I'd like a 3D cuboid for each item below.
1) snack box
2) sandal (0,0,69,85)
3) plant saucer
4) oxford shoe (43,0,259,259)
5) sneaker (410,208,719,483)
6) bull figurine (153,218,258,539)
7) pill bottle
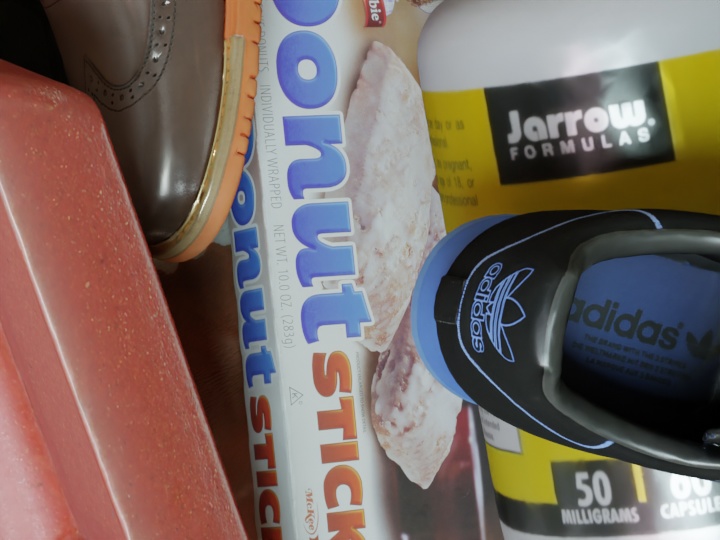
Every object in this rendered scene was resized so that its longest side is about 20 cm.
[{"bbox_3d":[0.000,0.000,0.762,0.024,0.072,0.200,-10,84,58],"label":"snack box"},{"bbox_3d":[-0.117,-0.084,0.826,0.201,0.057,0.080,20,93,28],"label":"sandal"},{"bbox_3d":[-0.084,0.023,0.728,0.200,0.037,0.200,23,134,64],"label":"plant saucer"},{"bbox_3d":[-0.079,-0.098,0.726,0.071,0.073,0.200,-29,69,51],"label":"oxford shoe"},{"bbox_3d":[0.114,0.027,0.643,0.200,0.078,0.070,7,92,-15],"label":"sneaker"},{"bbox_3d":[-0.060,0.037,0.841,0.121,0.065,0.200,13,120,20],"label":"bull figurine"},{"bbox_3d":[0.075,-0.026,0.728,0.111,0.111,0.200,-8,97,26],"label":"pill bottle"}]
